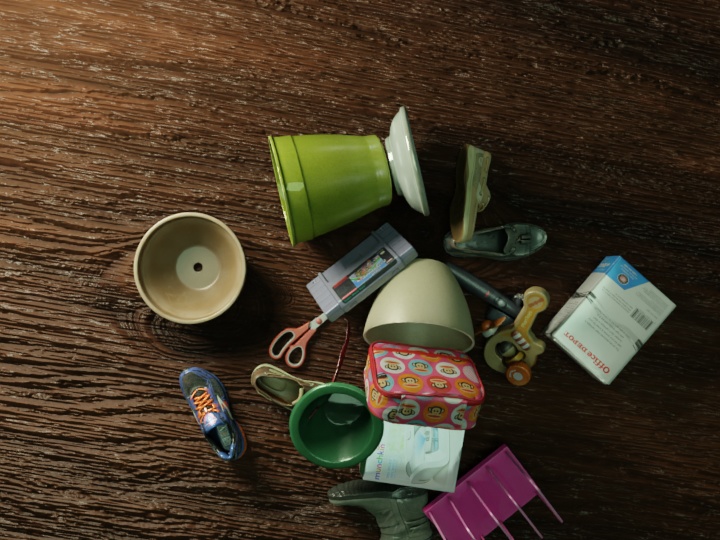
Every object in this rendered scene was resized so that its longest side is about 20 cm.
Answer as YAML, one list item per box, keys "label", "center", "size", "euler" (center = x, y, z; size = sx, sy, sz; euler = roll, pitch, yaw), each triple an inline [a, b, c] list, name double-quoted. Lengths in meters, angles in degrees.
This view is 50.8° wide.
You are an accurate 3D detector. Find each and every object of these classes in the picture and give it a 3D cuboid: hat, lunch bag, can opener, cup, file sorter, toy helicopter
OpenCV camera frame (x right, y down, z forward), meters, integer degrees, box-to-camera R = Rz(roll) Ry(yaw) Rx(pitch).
- label: "hat"
  center: [-0.030, 0.241, 1.416]
  size: [0.166, 0.176, 0.200]
  euler: [36, 108, -8]
- label: "lunch bag"
  center: [0.107, 0.191, 1.323]
  size: [0.200, 0.176, 0.082]
  euler: [8, 118, -10]
- label: "can opener"
  center: [0.241, 0.045, 1.442]
  size: [0.200, 0.063, 0.079]
  euler: [36, 90, -4]
- label: "cup"
  center: [0.111, 0.062, 1.388]
  size: [0.200, 0.200, 0.143]
  euler: [7, 68, -3]
- label: "file sorter"
  center: [0.249, 0.457, 1.404]
  size: [0.200, 0.125, 0.139]
  euler: [-38, 114, -1]
- label: "toy helicopter"
  center: [0.286, 0.107, 1.406]
  size: [0.132, 0.079, 0.200]
  euler: [26, 124, 10]

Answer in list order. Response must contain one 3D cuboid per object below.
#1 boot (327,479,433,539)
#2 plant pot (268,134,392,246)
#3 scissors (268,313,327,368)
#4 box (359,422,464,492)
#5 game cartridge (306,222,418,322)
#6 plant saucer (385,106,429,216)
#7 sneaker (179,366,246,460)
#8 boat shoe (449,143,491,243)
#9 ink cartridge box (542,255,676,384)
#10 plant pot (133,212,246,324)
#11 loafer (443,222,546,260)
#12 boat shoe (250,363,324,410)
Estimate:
- label: "boot"
  center: [0.039, 0.470, 1.447]
  size: [0.200, 0.068, 0.131]
  euler: [-3, 97, -2]
- label: "plant pot"
  center: [-0.049, -0.160, 1.361]
  size: [0.193, 0.200, 0.201]
  euler: [-12, 92, -7]
- label: "scissors"
  center: [-0.093, 0.100, 1.452]
  size: [0.073, 0.014, 0.200]
  euler: [39, 91, -1]
- label: "box"
  center: [0.100, 0.295, 1.428]
  size: [0.176, 0.097, 0.200]
  euler: [10, 92, -5]
- label: "game cartridge"
  center: [0.000, 0.000, 1.399]
  size: [0.200, 0.130, 0.038]
  euler: [-38, 118, -2]
- label: "plant saucer"
  center: [0.080, -0.191, 1.363]
  size: [0.050, 0.200, 0.200]
  euler: [-12, 92, 7]
- label: "sneaker"
  center: [-0.274, 0.268, 1.416]
  size: [0.075, 0.078, 0.200]
  euler: [-32, 93, -2]
- label: "boat shoe"
  center: [0.212, -0.141, 1.411]
  size: [0.064, 0.071, 0.200]
  euler: [14, 71, -14]
- label: "ink cartridge box"
  center: [0.469, 0.093, 1.443]
  size: [0.146, 0.084, 0.200]
  euler: [41, 90, -3]
- label: "plant pot"
  center: [-0.308, -0.005, 1.400]
  size: [0.201, 0.093, 0.201]
  euler: [0, 91, -4]
- label: "loafer"
  center: [0.260, -0.052, 1.440]
  size: [0.200, 0.063, 0.072]
  euler: [-5, 92, -3]
- label: "boat shoe"
  center: [-0.113, 0.240, 1.425]
  size: [0.202, 0.075, 0.075]
  euler: [20, 91, -3]
